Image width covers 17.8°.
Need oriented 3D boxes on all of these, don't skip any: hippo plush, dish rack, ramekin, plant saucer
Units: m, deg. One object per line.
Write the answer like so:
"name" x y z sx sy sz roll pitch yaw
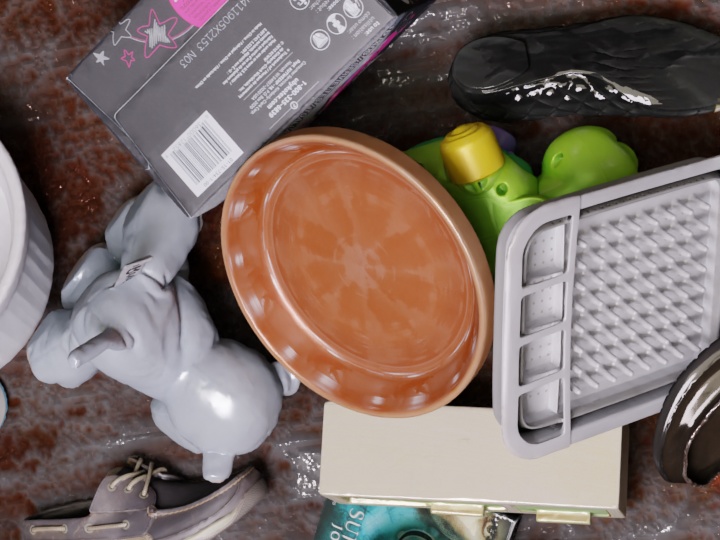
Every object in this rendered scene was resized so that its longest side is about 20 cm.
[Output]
"hippo plush" -0.114 0.042 1.562 0.160 0.200 0.160 35 76 -15
"dish rack" 0.159 0.016 1.457 0.043 0.199 0.173 31 130 50
"ramekin" -0.309 -0.009 1.593 0.198 0.098 0.202 -4 71 12
"plant saucer" 0.000 0.000 1.469 0.199 0.032 0.202 18 126 27

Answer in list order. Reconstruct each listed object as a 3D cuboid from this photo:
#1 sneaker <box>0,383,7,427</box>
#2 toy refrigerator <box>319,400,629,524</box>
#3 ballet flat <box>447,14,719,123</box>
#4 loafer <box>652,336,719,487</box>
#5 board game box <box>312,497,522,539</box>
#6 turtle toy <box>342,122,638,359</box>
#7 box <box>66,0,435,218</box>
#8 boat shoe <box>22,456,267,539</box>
"sneaker" -0.357 0.072 1.671 0.199 0.081 0.077 23 109 12
"toy refrigerator" 0.077 0.129 1.536 0.198 0.076 0.071 1 80 10
"ballet flat" 0.155 -0.128 1.498 0.198 0.057 0.067 2 75 11
"loafer" 0.264 0.067 1.469 0.201 0.073 0.071 -54 54 15
"board game box" 0.022 0.236 1.621 0.134 0.028 0.202 20 107 12
"turtle toy" 0.086 -0.035 1.499 0.198 0.101 0.147 -15 108 23
"box" -0.069 -0.153 1.516 0.200 0.115 0.132 -43 89 22
"boat shoe" -0.161 0.174 1.639 0.199 0.074 0.074 -24 95 19
